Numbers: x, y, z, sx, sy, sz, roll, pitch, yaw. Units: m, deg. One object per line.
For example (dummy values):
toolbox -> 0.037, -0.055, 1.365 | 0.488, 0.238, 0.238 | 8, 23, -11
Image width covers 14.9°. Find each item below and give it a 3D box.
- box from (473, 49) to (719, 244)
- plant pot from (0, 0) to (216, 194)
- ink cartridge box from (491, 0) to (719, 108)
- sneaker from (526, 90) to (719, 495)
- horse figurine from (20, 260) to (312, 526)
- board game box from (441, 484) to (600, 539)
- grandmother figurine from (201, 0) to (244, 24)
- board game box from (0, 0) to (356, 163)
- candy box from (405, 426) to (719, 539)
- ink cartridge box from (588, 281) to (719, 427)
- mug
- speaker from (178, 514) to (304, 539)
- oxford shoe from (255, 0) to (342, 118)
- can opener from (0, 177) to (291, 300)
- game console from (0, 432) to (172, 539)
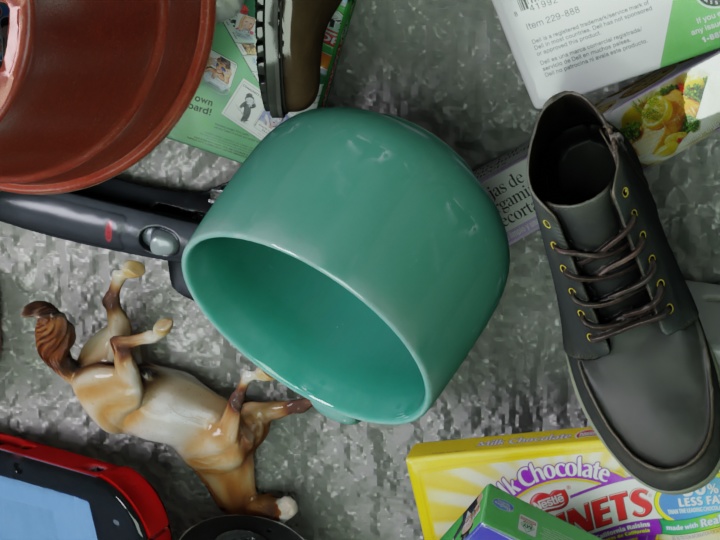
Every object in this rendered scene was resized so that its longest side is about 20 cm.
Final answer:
box -> 0.130, -0.067, 1.459 | 0.200, 0.041, 0.039 | -29, 101, 22
plant pot -> -0.193, -0.126, 1.328 | 0.200, 0.195, 0.201 | 2, 98, 14
ink cartridge box -> 0.124, -0.204, 1.384 | 0.146, 0.084, 0.200 | -17, 106, 18
sneaker -> 0.124, 0.013, 1.366 | 0.075, 0.106, 0.200 | -21, 75, 9
horse figurine -> -0.105, 0.069, 1.547 | 0.200, 0.050, 0.133 | 28, 137, -10
board game box -> 0.118, 0.199, 1.432 | 0.200, 0.029, 0.135 | 27, 134, -12
grandmother figurine -> -0.097, -0.225, 1.419 | 0.121, 0.061, 0.201 | -9, 94, 23
board game box -> -0.107, -0.143, 1.489 | 0.199, 0.029, 0.135 | 19, 112, 5
candy box -> 0.129, 0.131, 1.436 | 0.199, 0.026, 0.103 | -7, 106, 19
ink cartridge box -> 0.193, 0.116, 1.482 | 0.146, 0.084, 0.201 | 6, 111, 12
mug -> -0.006, -0.007, 1.430 | 0.152, 0.115, 0.185 | 39, 155, -11
speaker -> -0.075, 0.241, 1.585 | 0.081, 0.081, 0.200 | 12, 121, 8
oxford shoe -> -0.007, -0.172, 1.408 | 0.084, 0.073, 0.201 | 14, 93, 1
can opener -> -0.128, -0.026, 1.518 | 0.199, 0.063, 0.079 | 15, 106, 7
game console -> -0.174, 0.182, 1.577 | 0.200, 0.031, 0.177 | 12, 116, 43
